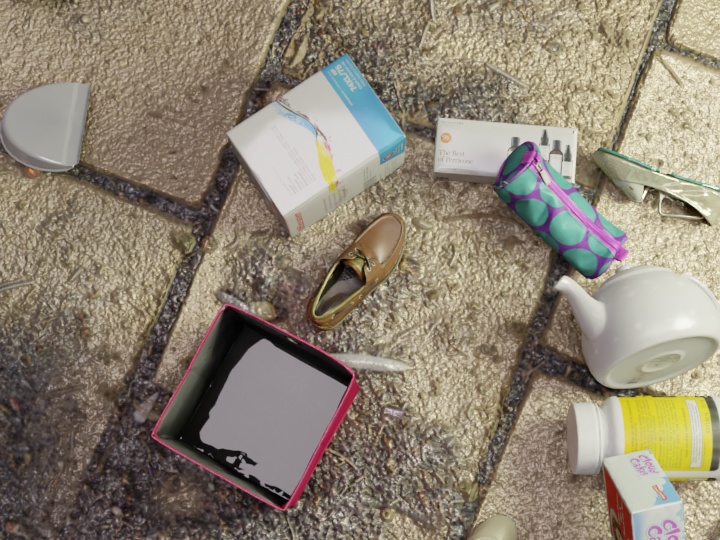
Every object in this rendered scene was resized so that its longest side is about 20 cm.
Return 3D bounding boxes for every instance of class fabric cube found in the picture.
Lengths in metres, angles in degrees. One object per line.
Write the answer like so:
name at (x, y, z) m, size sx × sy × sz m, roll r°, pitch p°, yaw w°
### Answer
fabric cube at (-0.129, 0.182, 1.561) m, size 0.196 × 0.199 × 0.200 m, roll 28°, pitch 82°, yaw 7°

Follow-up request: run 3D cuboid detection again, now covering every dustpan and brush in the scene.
dustpan and brush at (-0.496, -0.210, 1.716) m, size 0.199 × 0.057 × 0.140 m, roll 6°, pitch 70°, yaw -4°

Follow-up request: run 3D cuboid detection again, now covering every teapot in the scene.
teapot at (0.381, 0.059, 1.587) m, size 0.197 × 0.200 × 0.146 m, roll -21°, pitch 62°, yaw 12°

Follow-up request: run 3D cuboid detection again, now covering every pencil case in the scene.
pencil case at (0.273, -0.081, 1.623) m, size 0.200 × 0.092 × 0.085 m, roll 42°, pitch 70°, yaw -12°

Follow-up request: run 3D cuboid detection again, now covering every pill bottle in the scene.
pill bottle at (0.382, 0.224, 1.583) m, size 0.199 × 0.114 × 0.115 m, roll 0°, pitch 80°, yaw 1°

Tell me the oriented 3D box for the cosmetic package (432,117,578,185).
cosmetic package at (0.205, -0.166, 1.685) m, size 0.199 × 0.051 × 0.083 m, roll 4°, pitch 80°, yaw 2°

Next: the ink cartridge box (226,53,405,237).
ink cartridge box at (-0.059, -0.168, 1.644) m, size 0.200 × 0.147 × 0.146 m, roll -34°, pitch 82°, yaw -5°

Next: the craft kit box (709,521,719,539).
craft kit box at (0.524, 0.467, 1.575) m, size 0.200 × 0.049 × 0.198 m, roll 32°, pitch 80°, yaw 6°

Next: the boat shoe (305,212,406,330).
boat shoe at (0.000, 0.000, 1.653) m, size 0.072 × 0.068 × 0.200 m, roll 34°, pitch 82°, yaw 8°

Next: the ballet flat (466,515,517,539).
ballet flat at (0.144, 0.414, 1.582) m, size 0.069 × 0.069 × 0.200 m, roll 37°, pitch 83°, yaw 7°

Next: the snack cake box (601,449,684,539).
snack cake box at (0.366, 0.345, 1.516) m, size 0.067 × 0.115 × 0.201 m, roll -13°, pitch 117°, yaw -1°

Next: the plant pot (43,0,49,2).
plant pot at (-0.438, -0.498, 1.707) m, size 0.187 × 0.187 × 0.200 m, roll 37°, pitch 97°, yaw 7°

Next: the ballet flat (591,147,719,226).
ballet flat at (0.415, -0.114, 1.665) m, size 0.199 × 0.067 × 0.063 m, roll 20°, pitch 91°, yaw 5°
